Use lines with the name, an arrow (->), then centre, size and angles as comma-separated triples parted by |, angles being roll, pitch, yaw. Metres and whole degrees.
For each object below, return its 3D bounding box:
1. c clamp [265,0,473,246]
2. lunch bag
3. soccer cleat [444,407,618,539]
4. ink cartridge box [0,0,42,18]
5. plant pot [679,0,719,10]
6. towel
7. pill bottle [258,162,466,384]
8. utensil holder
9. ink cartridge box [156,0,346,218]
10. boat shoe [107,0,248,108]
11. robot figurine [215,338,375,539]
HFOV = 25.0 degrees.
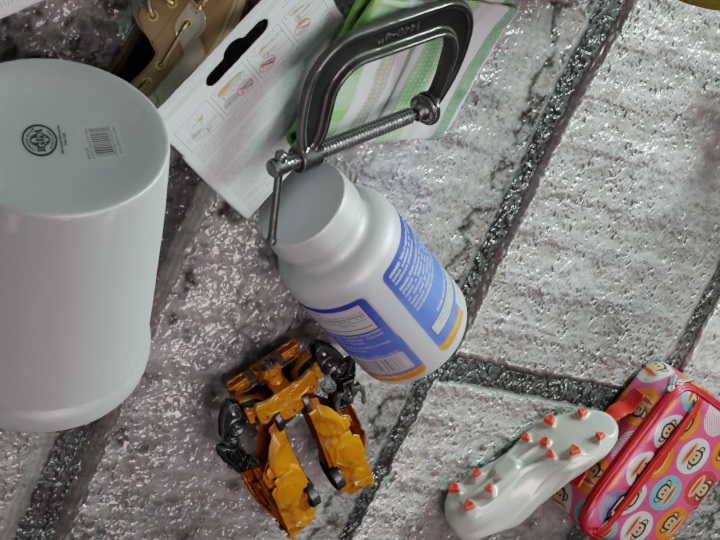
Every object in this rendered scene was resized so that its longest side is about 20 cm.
c clamp -> 0.006, -0.125, 1.235 | 0.199, 0.027, 0.172 | -28, 144, -31
lunch bag -> 0.299, 0.198, 1.725 | 0.176, 0.082, 0.201 | 33, 95, -40
soccer cleat -> 0.174, 0.208, 1.650 | 0.199, 0.069, 0.078 | -29, 137, -8
ink cartridge box -> -0.199, -0.255, 1.095 | 0.199, 0.042, 0.120 | -26, 131, -16
plant pot -> 0.253, -0.311, 1.273 | 0.194, 0.200, 0.196 | 13, 110, -39
towel -> 0.037, -0.158, 1.279 | 0.199, 0.031, 0.150 | -12, 136, -53
pill bottle -> 0.000, 0.000, 1.354 | 0.112, 0.112, 0.200 | -44, 133, -3
utensil holder -> -0.219, -0.019, 1.112 | 0.168, 0.170, 0.201 | -15, 141, -27
ink cartridge box -> -0.076, -0.141, 1.206 | 0.163, 0.057, 0.200 | -47, 151, -1
boat shoe -> -0.132, -0.176, 1.153 | 0.066, 0.074, 0.201 | 13, 123, -27
robot figurine -> -0.059, 0.145, 1.442 | 0.144, 0.058, 0.201 | -32, 133, -15
